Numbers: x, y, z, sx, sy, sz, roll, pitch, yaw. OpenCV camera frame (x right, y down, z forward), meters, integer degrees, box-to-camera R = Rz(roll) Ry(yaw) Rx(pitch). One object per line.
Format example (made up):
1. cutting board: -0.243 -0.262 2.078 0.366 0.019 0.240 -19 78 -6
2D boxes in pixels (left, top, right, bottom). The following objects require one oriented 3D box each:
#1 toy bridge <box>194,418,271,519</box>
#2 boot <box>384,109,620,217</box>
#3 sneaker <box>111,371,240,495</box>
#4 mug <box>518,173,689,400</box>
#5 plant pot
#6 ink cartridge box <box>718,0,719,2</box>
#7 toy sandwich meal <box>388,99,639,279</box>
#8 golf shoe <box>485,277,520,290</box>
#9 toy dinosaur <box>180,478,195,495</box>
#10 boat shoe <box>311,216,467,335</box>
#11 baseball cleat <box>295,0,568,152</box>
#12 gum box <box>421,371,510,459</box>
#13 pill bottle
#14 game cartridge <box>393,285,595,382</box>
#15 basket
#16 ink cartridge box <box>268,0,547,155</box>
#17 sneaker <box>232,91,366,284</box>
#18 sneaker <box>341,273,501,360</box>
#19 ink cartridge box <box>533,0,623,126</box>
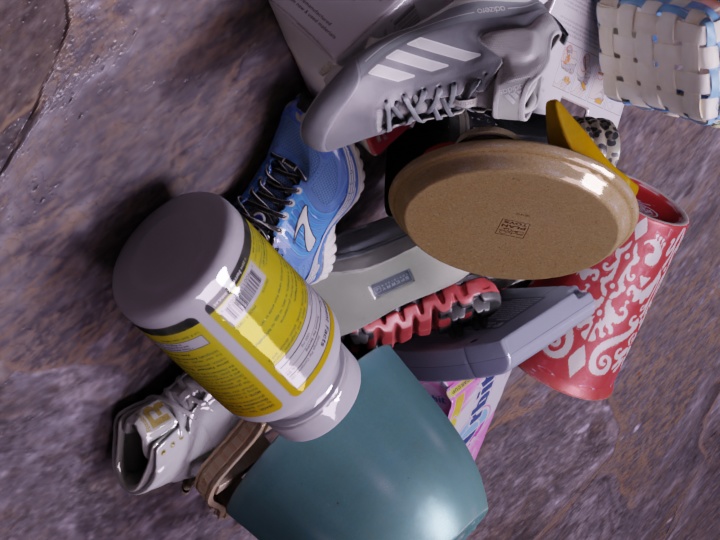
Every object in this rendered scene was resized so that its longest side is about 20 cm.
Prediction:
1. toy bridge: -0.104 0.159 1.621 0.067 0.027 0.200 -33 163 -29
2. boot: 0.106 -0.082 1.562 0.152 0.074 0.203 3 169 -14
3. sneaker: -0.133 0.105 1.590 0.115 0.074 0.201 -16 141 -51
4. mug: 0.228 0.013 1.952 0.177 0.133 0.201 -8 130 -55
5. plant pot: 0.012 0.191 1.658 0.201 0.161 0.201 -44 170 -10
6. ink cartridge box: 0.256 -0.326 1.484 0.084 0.175 0.201 -38 152 -19
7. toy sandwich meal: 0.118 -0.059 1.440 0.206 0.203 0.071 73 21 -60
8. golf shoe: 0.137 -0.014 1.787 0.091 0.076 0.200 -29 175 -7
9. toy dinosaur: -0.084 0.122 1.727 0.199 0.058 0.101 -29 163 -19
10. boat shoe: 0.000 -0.001 1.635 0.199 0.072 0.071 -20 123 2
11. baseball cleat: 0.056 -0.128 1.340 0.199 0.107 0.070 -37 156 -14
12. gum box: 0.081 0.141 1.942 0.113 0.066 0.201 -37 154 -40
13. pill bottle: -0.086 0.041 1.461 0.112 0.112 0.200 -46 130 -4
14. game cartridge: 0.106 0.058 1.788 0.133 0.199 0.041 -26 102 -31
15. basket: 0.302 -0.201 1.627 0.199 0.176 0.140 -28 121 -30
16. ink cartridge box: 0.043 -0.203 1.430 0.200 0.086 0.148 -44 153 -10
17. sneaker: -0.056 -0.048 1.498 0.089 0.078 0.201 -31 149 -35
18. sneaker: 0.019 0.023 1.716 0.198 0.099 0.071 -17 159 -9
19. ink cartridge box: 0.184 -0.198 1.645 0.199 0.044 0.178 12 100 -60
